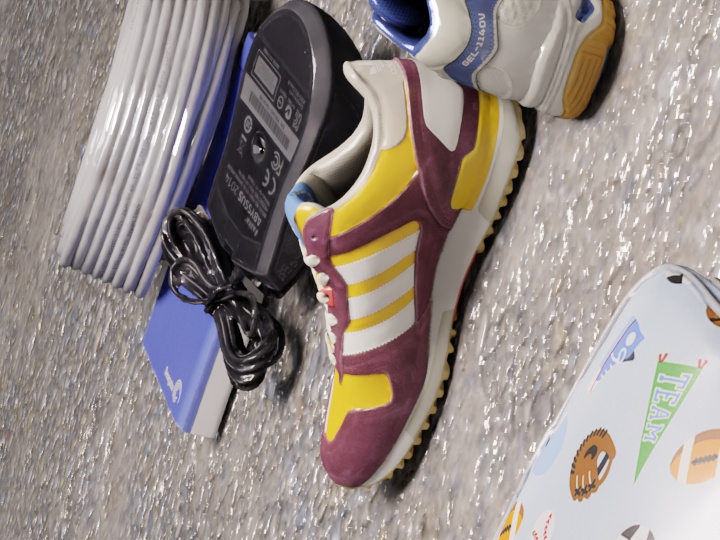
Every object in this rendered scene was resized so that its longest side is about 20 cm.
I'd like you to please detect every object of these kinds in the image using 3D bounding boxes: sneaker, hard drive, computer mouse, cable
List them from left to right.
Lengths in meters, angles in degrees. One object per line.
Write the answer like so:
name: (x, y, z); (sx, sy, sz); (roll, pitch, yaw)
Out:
cable: (-0.126, -0.086, 1.598); (0.200, 0.069, 0.200); (-83, 13, -58)
hard drive: (-0.073, -0.022, 1.521); (0.132, 0.025, 0.200); (-123, 50, -64)
computer mouse: (-0.038, -0.050, 1.396); (0.139, 0.053, 0.200); (59, 137, 45)
sneaker: (0.000, 0.000, 1.199); (0.075, 0.090, 0.200); (-129, 54, -67)
sneaker: (0.043, -0.129, 1.175); (0.200, 0.088, 0.075); (-126, 51, -68)

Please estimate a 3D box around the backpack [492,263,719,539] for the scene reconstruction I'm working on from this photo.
backpack: (0.126, 0.097, 0.708); (0.191, 0.154, 0.200); (46, 118, 56)
